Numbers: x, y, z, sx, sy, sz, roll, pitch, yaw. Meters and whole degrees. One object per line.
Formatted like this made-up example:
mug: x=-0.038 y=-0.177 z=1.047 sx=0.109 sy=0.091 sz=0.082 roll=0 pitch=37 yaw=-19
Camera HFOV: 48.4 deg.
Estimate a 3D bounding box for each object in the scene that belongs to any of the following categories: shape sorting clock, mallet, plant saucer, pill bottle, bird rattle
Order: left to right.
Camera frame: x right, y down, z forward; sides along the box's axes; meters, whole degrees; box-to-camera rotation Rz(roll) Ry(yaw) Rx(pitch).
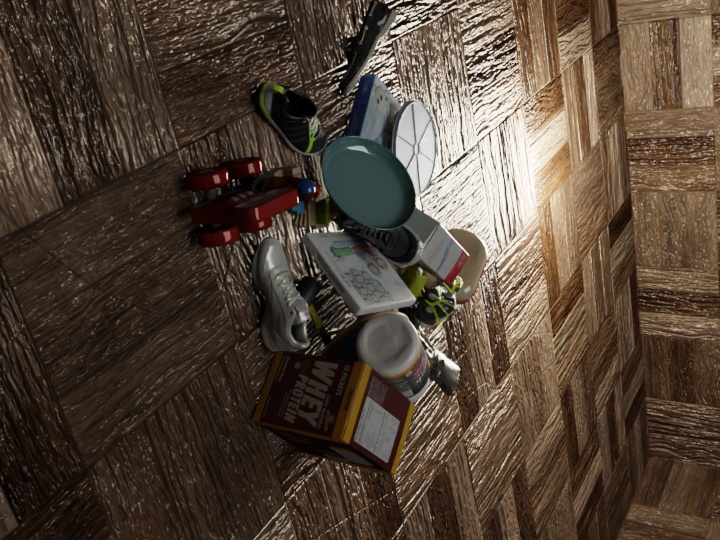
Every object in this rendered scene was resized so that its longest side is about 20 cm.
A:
mallet: x=-0.074 y=0.090 z=1.502 sx=0.066 sy=0.041 sz=0.201 roll=-62 pitch=144 yaw=-26
shape sorting clock: x=0.009 y=0.146 z=1.533 sx=0.198 sy=0.039 sz=0.201 roll=-26 pitch=149 yaw=-17
plant saucer: x=0.012 y=-0.157 z=1.475 sx=0.197 sy=0.027 sz=0.203 roll=16 pitch=56 yaw=-24
bird rattle: x=0.034 y=0.044 z=1.637 sx=0.200 sy=0.112 sz=0.164 roll=-44 pitch=113 yaw=-34
pill bottle: x=0.066 y=0.168 z=1.467 sx=0.201 sy=0.115 sz=0.118 roll=62 pitch=43 yaw=-60

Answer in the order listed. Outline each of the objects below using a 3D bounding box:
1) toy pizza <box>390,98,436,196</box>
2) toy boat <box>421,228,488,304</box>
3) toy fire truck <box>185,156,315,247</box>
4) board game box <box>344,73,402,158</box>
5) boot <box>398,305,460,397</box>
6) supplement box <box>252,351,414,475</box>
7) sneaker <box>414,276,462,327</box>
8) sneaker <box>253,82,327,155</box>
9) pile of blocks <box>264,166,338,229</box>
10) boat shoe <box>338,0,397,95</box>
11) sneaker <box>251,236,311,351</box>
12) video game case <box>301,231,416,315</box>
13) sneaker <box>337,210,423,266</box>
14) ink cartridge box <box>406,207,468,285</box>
toy pizza: x=0.105 y=-0.253 z=1.668 sx=0.199 sy=0.031 sz=0.204 roll=-14 pitch=106 yaw=-59
toy boat: x=0.220 y=0.003 z=1.889 sx=0.131 sy=0.129 sz=0.202 roll=98 pitch=17 yaw=-58
toy fire truck: x=-0.160 y=-0.108 z=1.229 sx=0.199 sy=0.166 sz=0.114 roll=-30 pitch=117 yaw=-51
board game box: x=0.038 y=-0.256 z=1.628 sx=0.199 sy=0.043 sz=0.203 roll=38 pitch=62 yaw=-52
boot: x=0.139 y=0.165 z=1.696 sx=0.173 sy=0.069 sz=0.201 roll=38 pitch=29 yaw=-13
supplement box: x=-0.044 y=0.250 z=1.414 sx=0.200 sy=0.195 sz=0.135 roll=46 pitch=56 yaw=-49
sneaker: x=0.165 y=0.076 z=1.708 sx=0.200 sy=0.075 sz=0.077 roll=-43 pitch=161 yaw=-55
sneaker: x=-0.103 y=-0.256 z=1.379 sx=0.199 sy=0.082 sz=0.073 roll=31 pitch=68 yaw=-54
pile of blocks: x=-0.092 y=-0.123 z=1.428 sx=0.199 sy=0.061 sz=0.084 roll=29 pitch=69 yaw=-53
boat shoe: x=0.002 y=-0.433 z=1.542 sx=0.060 sy=0.074 sz=0.202 roll=31 pitch=80 yaw=-9
sneaker: x=-0.125 y=0.041 z=1.359 sx=0.075 sy=0.098 sz=0.204 roll=-26 pitch=113 yaw=-50
video game case: x=0.000 y=0.000 z=1.508 sx=0.183 sy=0.024 sz=0.199 roll=53 pitch=28 yaw=20
sneaker: x=0.024 y=-0.077 z=1.508 sx=0.113 sy=0.200 sz=0.076 roll=17 pitch=107 yaw=-49
ink cartridge box: x=0.122 y=-0.063 z=1.649 sx=0.086 sy=0.147 sz=0.200 roll=-54 pitch=150 yaw=-2
